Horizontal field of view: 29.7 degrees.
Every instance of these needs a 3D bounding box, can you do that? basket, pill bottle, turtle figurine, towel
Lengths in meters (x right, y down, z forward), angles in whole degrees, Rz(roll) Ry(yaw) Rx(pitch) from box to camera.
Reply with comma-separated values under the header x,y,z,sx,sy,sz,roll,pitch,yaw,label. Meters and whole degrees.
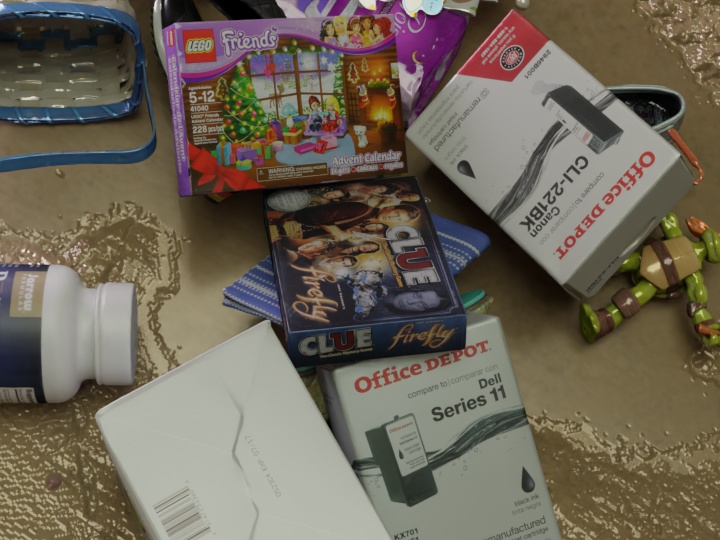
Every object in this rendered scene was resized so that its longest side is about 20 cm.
x,y,z,sx,sy,sz,roll,pitch,yaw,label
-0.267,-0.169,1.156,0.174,0.140,0.202,-5,61,-9,basket
-0.281,0.050,1.090,0.197,0.111,0.112,0,70,-6,pill bottle
0.257,-0.011,1.196,0.160,0.064,0.202,-19,83,-4,turtle figurine
0.000,0.000,1.119,0.144,0.024,0.200,21,40,30,towel

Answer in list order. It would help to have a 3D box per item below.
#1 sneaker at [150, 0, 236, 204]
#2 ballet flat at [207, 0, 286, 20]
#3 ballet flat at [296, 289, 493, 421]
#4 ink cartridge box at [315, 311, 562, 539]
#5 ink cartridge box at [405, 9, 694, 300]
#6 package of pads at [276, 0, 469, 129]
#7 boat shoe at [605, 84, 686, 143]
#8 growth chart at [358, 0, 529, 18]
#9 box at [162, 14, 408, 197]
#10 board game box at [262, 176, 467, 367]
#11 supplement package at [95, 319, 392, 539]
x,y,z,sx,sy,sz,roll,pitch,yaw,label
-0.119,-0.164,1.193,0.089,0.070,0.202,-18,77,17,sneaker
-0.075,-0.185,1.185,0.201,0.066,0.057,54,52,-26,ballet flat
0.028,0.079,1.144,0.198,0.071,0.071,-22,74,-14,ballet flat
0.061,0.147,1.075,0.145,0.083,0.202,-17,93,-11,ink cartridge box
0.160,-0.096,1.150,0.145,0.084,0.200,-48,68,8,ink cartridge box
-0.009,-0.229,1.241,0.199,0.076,0.121,30,72,5,package of pads
0.198,-0.138,1.231,0.198,0.072,0.071,-6,71,-7,boat shoe
0.068,-0.292,1.217,0.198,0.018,0.147,4,75,-16,growth chart
-0.060,-0.139,1.132,0.198,0.039,0.139,-8,94,-25,box
-0.002,-0.004,1.074,0.134,0.035,0.201,-6,35,-7,board game box
-0.087,0.179,1.017,0.146,0.200,0.192,-27,74,-14,supplement package
